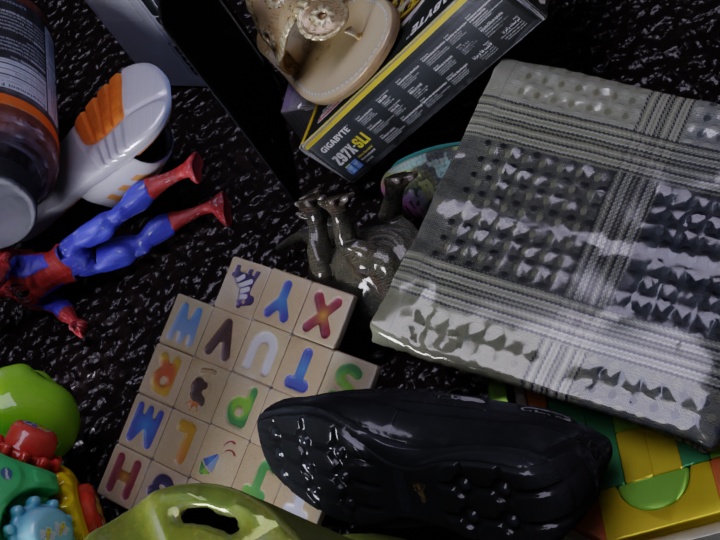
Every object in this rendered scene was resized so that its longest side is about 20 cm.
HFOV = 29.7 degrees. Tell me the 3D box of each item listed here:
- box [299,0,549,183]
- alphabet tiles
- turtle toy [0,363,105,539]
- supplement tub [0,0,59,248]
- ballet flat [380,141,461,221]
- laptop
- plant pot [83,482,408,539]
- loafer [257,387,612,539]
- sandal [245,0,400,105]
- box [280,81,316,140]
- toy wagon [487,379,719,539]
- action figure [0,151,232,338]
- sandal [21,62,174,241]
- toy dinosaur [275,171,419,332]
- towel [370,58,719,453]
[{"bbox_3d":[0.051,-0.167,0.852,0.200,0.049,0.160,-37,25,47],"label":"box"},{"bbox_3d":[-0.076,0.096,0.795,0.166,0.006,0.201,18,84,37],"label":"alphabet tiles"},{"bbox_3d":[-0.205,0.139,0.799,0.101,0.146,0.200,-17,46,-8],"label":"turtle toy"},{"bbox_3d":[-0.271,-0.109,0.978,0.107,0.107,0.201,-24,47,12],"label":"supplement tub"},{"bbox_3d":[0.103,-0.044,0.798,0.199,0.069,0.071,-8,60,21],"label":"ballet flat"},{"bbox_3d":[-0.139,-0.147,0.927,0.199,0.187,0.116,6,59,33],"label":"laptop"},{"bbox_3d":[-0.043,0.188,0.609,0.199,0.184,0.201,-12,58,19],"label":"plant pot"},{"bbox_3d":[0.033,0.094,0.693,0.200,0.068,0.070,4,24,39],"label":"loafer"},{"bbox_3d":[-0.048,-0.163,0.881,0.078,0.069,0.212,-60,24,4],"label":"sandal"},{"bbox_3d":[-0.013,-0.181,0.982,0.039,0.041,0.201,-6,53,27],"label":"box"},{"bbox_3d":[0.143,0.059,0.711,0.155,0.040,0.201,-19,50,17],"label":"toy wagon"},{"bbox_3d":[-0.188,0.001,0.925,0.199,0.065,0.099,-24,34,13],"label":"action figure"},{"bbox_3d":[-0.184,-0.078,0.988,0.206,0.059,0.080,-32,48,40],"label":"sandal"},{"bbox_3d":[0.000,0.000,0.807,0.199,0.103,0.077,-8,12,45],"label":"toy dinosaur"},{"bbox_3d":[0.126,-0.016,0.715,0.199,0.035,0.193,18,69,25],"label":"towel"}]
